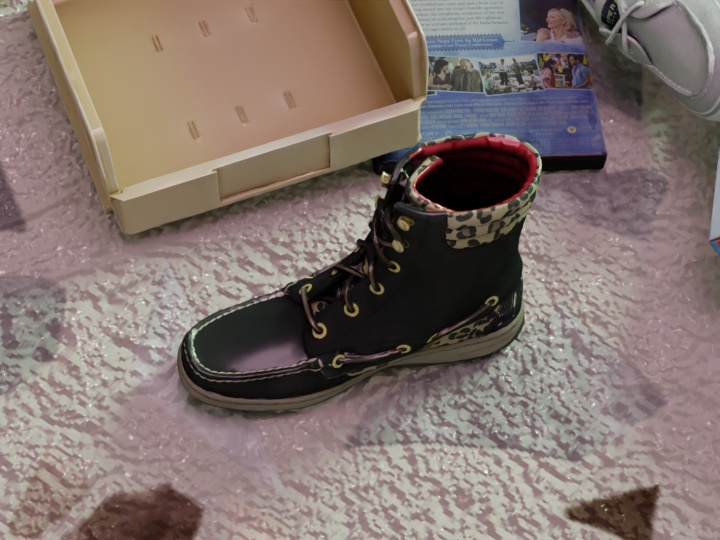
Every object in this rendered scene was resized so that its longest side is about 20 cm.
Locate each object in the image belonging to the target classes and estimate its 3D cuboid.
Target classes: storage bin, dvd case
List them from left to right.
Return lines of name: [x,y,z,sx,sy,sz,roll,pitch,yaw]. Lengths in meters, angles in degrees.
storage bin: [-0.085,-0.145,1.341,0.200,0.094,0.199,-18,59,-11]
dvd case: [0.069,-0.145,1.413,0.143,0.018,0.200,-2,57,-7]

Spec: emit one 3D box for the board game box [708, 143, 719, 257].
board game box: [0.306,-0.096,1.299,0.196,0.056,0.200,-19,39,32]

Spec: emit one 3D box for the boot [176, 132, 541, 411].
boot: [0.000,-0.001,1.226,0.203,0.154,0.074,-12,57,-13]

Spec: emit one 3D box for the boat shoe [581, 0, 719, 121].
boat shoe: [0.172,-0.154,1.373,0.071,0.070,0.201,5,32,-23]
